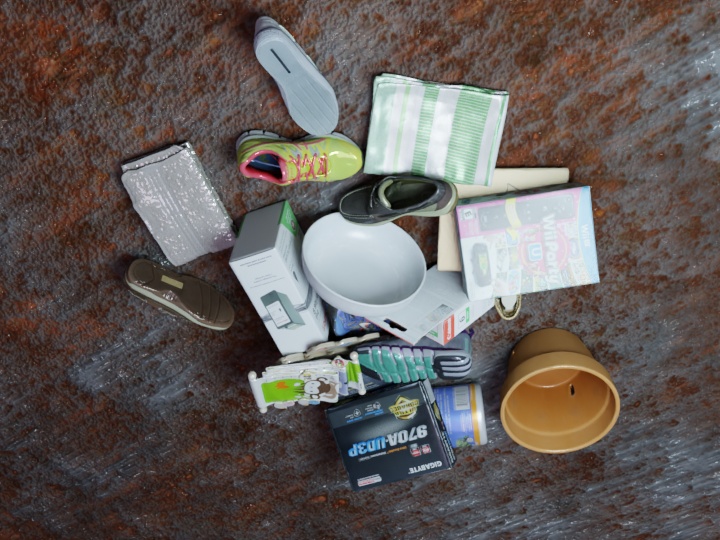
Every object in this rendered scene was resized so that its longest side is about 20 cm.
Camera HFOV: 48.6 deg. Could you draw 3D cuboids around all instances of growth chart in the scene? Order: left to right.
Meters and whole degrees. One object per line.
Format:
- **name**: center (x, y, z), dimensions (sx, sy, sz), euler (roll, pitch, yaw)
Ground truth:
- **growth chart**: center (-0.087, 0.186, 1.303), dimensions (0.197, 0.018, 0.145), euler (-11, 142, 7)

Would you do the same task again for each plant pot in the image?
- **plant pot**: center (0.336, 0.197, 1.390), dimensions (0.197, 0.141, 0.202), euler (1, 124, 2)

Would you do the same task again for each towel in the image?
- **towel**: center (-0.289, -0.104, 1.284), dimensions (0.131, 0.035, 0.201), euler (-17, 122, 15)
- **towel**: center (0.111, -0.205, 1.185), dimensions (0.197, 0.023, 0.154), euler (7, 116, -1)

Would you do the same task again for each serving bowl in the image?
- **serving bowl**: center (0.000, 0.000, 1.244), dimensions (0.198, 0.201, 0.066), euler (14, 133, -7)

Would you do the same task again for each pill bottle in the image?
- **pill bottle**: center (0.129, 0.273, 1.469), dimensions (0.197, 0.113, 0.113), euler (-7, 124, 8)

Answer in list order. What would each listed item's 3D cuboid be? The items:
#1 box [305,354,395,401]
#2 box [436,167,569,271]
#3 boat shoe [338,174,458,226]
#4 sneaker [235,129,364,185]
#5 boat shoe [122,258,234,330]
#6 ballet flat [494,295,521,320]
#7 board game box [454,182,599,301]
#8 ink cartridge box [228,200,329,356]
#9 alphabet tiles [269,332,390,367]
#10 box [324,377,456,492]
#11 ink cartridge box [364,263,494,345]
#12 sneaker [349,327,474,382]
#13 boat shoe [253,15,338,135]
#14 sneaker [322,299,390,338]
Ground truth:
- **box**: center (0.013, 0.179, 1.399), dimensions (0.198, 0.052, 0.158), euler (-18, 160, 14)
- **box**: center (0.220, -0.079, 1.244), dimensions (0.197, 0.021, 0.166), euler (1, 101, 3)
- **boat shoe**: center (0.047, -0.113, 1.205), dimensions (0.199, 0.073, 0.066), euler (-3, 162, 31)
- **sneaker**: center (-0.093, -0.159, 1.201), dimensions (0.197, 0.091, 0.079), euler (1, 123, 1)
- **boat shoe**: center (-0.315, 0.046, 1.377), dimensions (0.201, 0.075, 0.075), euler (33, 144, -19)
- **ballet flat**: center (0.243, -0.007, 1.302), dimensions (0.068, 0.063, 0.202), euler (-6, 124, 7)
- **board game box**: center (0.248, -0.044, 1.206), dimensions (0.197, 0.064, 0.150), euler (-9, 100, 3)
- **ink cartridge box**: center (-0.121, 0.014, 1.288), dimensions (0.083, 0.147, 0.201), euler (-17, 123, 14)
- **alphabet tiles**: center (-0.051, 0.142, 1.345), dimensions (0.198, 0.015, 0.196), euler (-9, 166, -24)
- **box**: center (0.052, 0.289, 1.408), dimensions (0.198, 0.046, 0.161), euler (-19, 90, 23)
- **ink cartridge box**: center (0.112, 0.063, 1.263), dimensions (0.108, 0.199, 0.051), euler (26, 136, 37)
- **sneaker**: center (0.085, 0.128, 1.282), dimensions (0.197, 0.088, 0.075), euler (1, 132, 17)
- **boat shoe**: center (-0.087, -0.279, 1.135), dimensions (0.073, 0.067, 0.200), euler (-20, 143, 10)
- **sneaker**: center (-0.005, 0.067, 1.325), dimensions (0.078, 0.076, 0.200), euler (-29, 161, 11)
